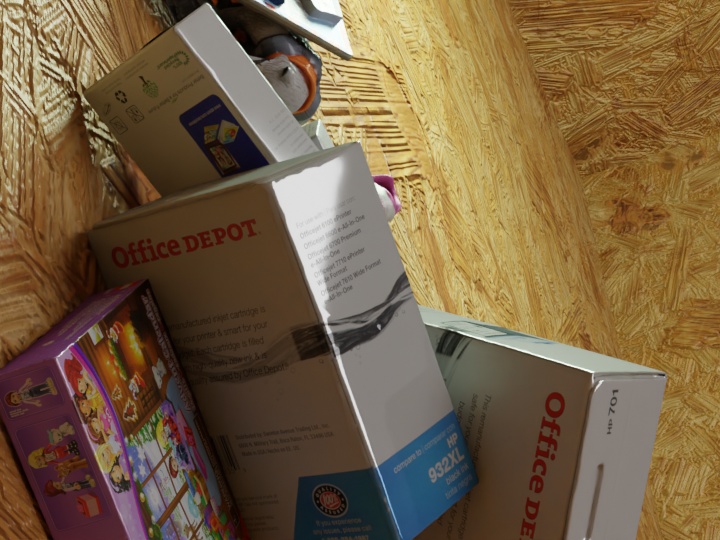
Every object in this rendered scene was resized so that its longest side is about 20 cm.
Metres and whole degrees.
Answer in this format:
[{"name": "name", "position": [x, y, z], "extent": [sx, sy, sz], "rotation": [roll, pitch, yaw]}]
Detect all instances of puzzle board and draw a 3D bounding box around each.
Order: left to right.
[{"name": "puzzle board", "position": [-0.080, -0.245, 1.120], "extent": [0.151, 0.017, 0.200], "rotation": [25, 33, -31]}]

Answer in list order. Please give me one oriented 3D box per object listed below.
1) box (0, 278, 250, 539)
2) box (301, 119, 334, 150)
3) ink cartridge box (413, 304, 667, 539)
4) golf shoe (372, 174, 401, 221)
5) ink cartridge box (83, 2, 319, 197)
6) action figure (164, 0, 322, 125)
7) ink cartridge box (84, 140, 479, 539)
[{"name": "box", "position": [-0.105, 0.117, 0.759], "extent": [0.137, 0.039, 0.200], "rotation": [-57, 128, -72]}, {"name": "box", "position": [0.000, 0.000, 0.999], "extent": [0.200, 0.039, 0.041], "rotation": [62, 10, -20]}, {"name": "ink cartridge box", "position": [0.060, 0.105, 0.887], "extent": [0.086, 0.200, 0.147], "rotation": [4, 99, -51]}, {"name": "golf shoe", "position": [-0.026, -0.043, 1.158], "extent": [0.200, 0.091, 0.075], "rotation": [-45, 118, -73]}, {"name": "ink cartridge box", "position": [-0.065, -0.048, 0.888], "extent": [0.200, 0.099, 0.039], "rotation": [54, 46, -12]}, {"name": "action figure", "position": [-0.076, -0.179, 1.113], "extent": [0.194, 0.105, 0.200], "rotation": [-104, 170, -53]}, {"name": "ink cartridge box", "position": [-0.042, 0.046, 0.828], "extent": [0.084, 0.145, 0.200], "rotation": [-29, 103, -47]}]
